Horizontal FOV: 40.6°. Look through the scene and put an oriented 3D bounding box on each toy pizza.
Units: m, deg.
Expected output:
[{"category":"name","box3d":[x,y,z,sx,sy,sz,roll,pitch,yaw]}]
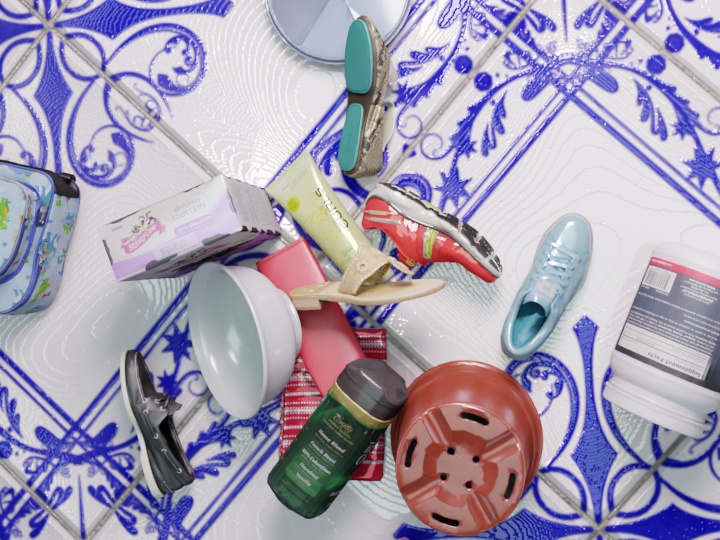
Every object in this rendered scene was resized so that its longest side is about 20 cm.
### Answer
[{"category":"toy pizza","box3d":[-0.028,-0.368,1.266,0.197,0.032,0.204,0,91,7]}]

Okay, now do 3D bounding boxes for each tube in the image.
[{"category":"tube","box3d":[-0.037,-0.055,1.263,0.058,0.052,0.201,-34,81,-31]}]

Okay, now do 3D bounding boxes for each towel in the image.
[{"category":"towel","box3d":[-0.037,0.175,1.278,0.142,0.022,0.203,2,91,8]}]

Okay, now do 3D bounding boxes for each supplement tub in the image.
[{"category":"supplement tub","box3d":[0.381,0.080,1.154,0.139,0.140,0.202,22,94,8]}]

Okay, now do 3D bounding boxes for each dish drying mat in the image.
[{"category":"dish drying mat","box3d":[-0.061,0.060,1.268,0.076,0.018,0.202,-28,77,0]}]

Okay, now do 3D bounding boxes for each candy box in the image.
[{"category":"candy box","box3d":[-0.205,-0.049,1.211,0.166,0.200,0.072,-21,87,9]}]

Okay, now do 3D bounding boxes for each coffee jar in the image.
[{"category":"coffee jar","box3d":[-0.025,0.203,1.201,0.085,0.104,0.201,38,103,13]}]

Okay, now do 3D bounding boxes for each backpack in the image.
[{"category":"backpack","box3d":[-0.484,-0.043,1.281,0.180,0.147,0.203,13,95,10]}]

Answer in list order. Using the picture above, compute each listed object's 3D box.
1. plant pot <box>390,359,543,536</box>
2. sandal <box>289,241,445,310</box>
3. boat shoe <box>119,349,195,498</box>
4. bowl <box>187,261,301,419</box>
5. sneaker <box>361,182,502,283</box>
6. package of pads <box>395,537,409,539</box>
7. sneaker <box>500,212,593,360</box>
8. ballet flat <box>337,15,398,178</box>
[{"category":"plant pot","box3d":[0.123,0.218,1.167,0.198,0.195,0.204,0,90,8]},{"category":"sandal","box3d":[-0.003,0.002,1.189,0.209,0.077,0.071,-7,103,30]},{"category":"boat shoe","box3d":[-0.265,0.197,1.287,0.065,0.074,0.202,-13,89,6]},{"category":"bowl","box3d":[-0.136,0.079,1.235,0.089,0.200,0.204,-15,88,-34]},{"category":"sneaker","box3d":[0.089,-0.034,1.240,0.199,0.077,0.086,33,106,14]},{"category":"package of pads","box3d":[0.065,0.445,1.216,0.075,0.121,0.203,-20,87,3]},{"category":"sneaker","box3d":[0.235,0.023,1.204,0.073,0.082,0.202,23,94,7]},{"category":"ballet flat","box3d":[0.014,-0.219,1.241,0.067,0.075,0.203,21,111,49]}]
